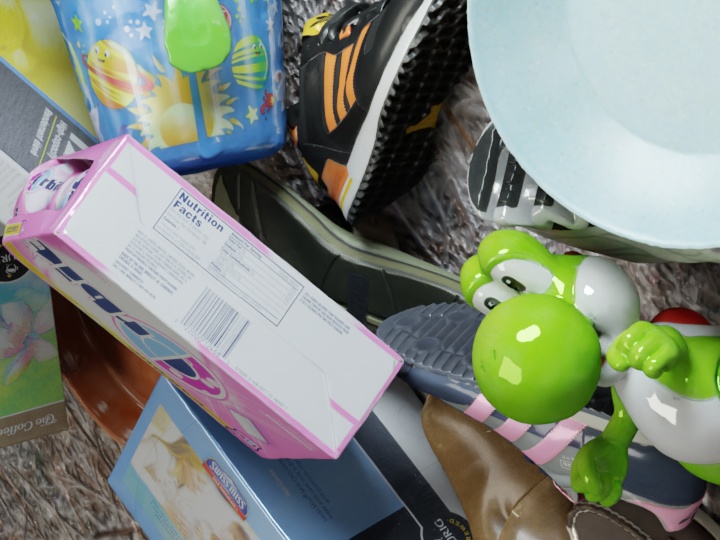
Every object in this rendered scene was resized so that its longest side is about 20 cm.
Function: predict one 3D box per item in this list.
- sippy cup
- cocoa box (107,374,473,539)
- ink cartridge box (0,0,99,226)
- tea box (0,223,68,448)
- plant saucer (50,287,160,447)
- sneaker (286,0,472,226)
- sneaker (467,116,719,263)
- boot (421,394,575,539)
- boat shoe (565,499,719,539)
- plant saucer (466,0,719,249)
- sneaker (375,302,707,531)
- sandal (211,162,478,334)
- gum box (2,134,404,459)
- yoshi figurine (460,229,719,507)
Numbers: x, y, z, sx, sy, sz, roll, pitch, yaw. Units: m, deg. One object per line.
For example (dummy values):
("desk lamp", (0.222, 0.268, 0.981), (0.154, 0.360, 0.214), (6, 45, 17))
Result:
("sippy cup", (-0.097, -0.118, 1.569), (0.139, 0.178, 0.131), (-12, 89, 26))
("cocoa box", (-0.026, 0.139, 1.680), (0.200, 0.131, 0.133), (52, 145, 16))
("ink cartridge box", (-0.176, -0.093, 1.646), (0.200, 0.198, 0.047), (39, 118, -21))
("tea box", (-0.285, -0.007, 1.885), (0.200, 0.133, 0.197), (-132, 31, -54))
("plant saucer", (-0.144, 0.026, 1.853), (0.200, 0.032, 0.201), (34, 138, 38))
("sneaker", (0.003, -0.111, 1.522), (0.090, 0.070, 0.200), (46, 145, 18))
("sneaker", (0.151, -0.035, 1.386), (0.199, 0.075, 0.081), (9, 163, 36))
("boot", (0.084, 0.149, 1.590), (0.200, 0.075, 0.074), (55, 148, 13))
("boat shoe", (0.172, 0.178, 1.502), (0.200, 0.059, 0.072), (41, 141, 30))
("plant saucer", (0.146, -0.111, 1.312), (0.200, 0.039, 0.202), (7, 106, 24))
("sneaker", (0.091, 0.078, 1.517), (0.200, 0.070, 0.082), (21, 129, 35))
("sandal", (0.001, 0.001, 1.624), (0.201, 0.057, 0.080), (28, 130, 21))
("gum box", (-0.088, 0.013, 1.527), (0.200, 0.066, 0.113), (40, 164, -15))
("yoshi figurine", (0.129, 0.060, 1.377), (0.200, 0.113, 0.112), (30, -175, -4))
